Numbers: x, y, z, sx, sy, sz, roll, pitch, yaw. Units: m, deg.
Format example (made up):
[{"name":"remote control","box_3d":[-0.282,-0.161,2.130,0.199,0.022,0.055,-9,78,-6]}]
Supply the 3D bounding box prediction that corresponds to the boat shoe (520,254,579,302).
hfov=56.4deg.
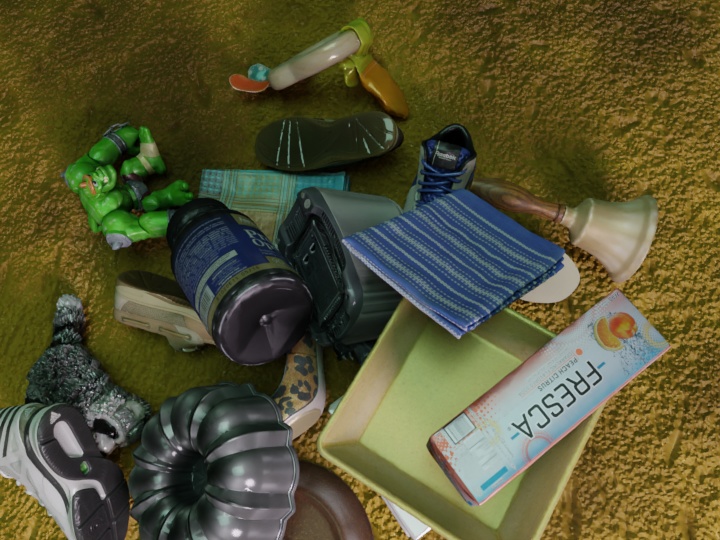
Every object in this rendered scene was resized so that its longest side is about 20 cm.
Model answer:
[{"name":"boat shoe","box_3d":[0.164,-0.019,0.764,0.199,0.063,0.074,18,114,-22]}]

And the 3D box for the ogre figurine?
[{"name":"ogre figurine","box_3d":[-0.291,-0.099,0.847,0.119,0.098,0.201,-32,85,-25]}]

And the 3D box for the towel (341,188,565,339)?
[{"name":"towel","box_3d":[0.097,-0.020,0.638,0.144,0.024,0.199,38,40,24]}]

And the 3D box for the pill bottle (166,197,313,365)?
[{"name":"pill bottle","box_3d":[-0.143,0.002,0.740,0.111,0.112,0.200,-37,47,-8]}]

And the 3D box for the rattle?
[{"name":"rattle","box_3d":[-0.056,-0.243,0.908,0.198,0.143,0.131,-27,37,11]}]

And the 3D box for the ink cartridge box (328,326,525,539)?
[{"name":"ink cartridge box","box_3d":[0.089,0.153,0.695,0.199,0.145,0.148,-33,72,-8]}]

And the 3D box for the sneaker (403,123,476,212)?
[{"name":"sneaker","box_3d":[0.087,-0.094,0.798,0.080,0.115,0.201,16,73,11]}]

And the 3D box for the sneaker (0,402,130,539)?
[{"name":"sneaker","box_3d":[-0.325,0.220,0.715,0.114,0.203,0.076,1,28,25]}]

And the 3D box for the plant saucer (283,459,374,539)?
[{"name":"plant saucer","box_3d":[-0.083,0.305,0.715,0.198,0.037,0.203,-1,71,4]}]

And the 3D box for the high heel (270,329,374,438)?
[{"name":"high heel","box_3d":[-0.092,0.109,0.770,0.200,0.072,0.143,-40,68,-14]}]

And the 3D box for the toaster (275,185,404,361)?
[{"name":"toaster","box_3d":[0.000,0.000,0.744,0.128,0.114,0.201,-4,54,-34]}]

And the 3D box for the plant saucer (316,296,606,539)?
[{"name":"plant saucer","box_3d":[0.093,0.128,0.600,0.199,0.049,0.201,30,74,13]}]

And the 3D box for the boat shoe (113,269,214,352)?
[{"name":"boat shoe","box_3d":[-0.201,0.061,0.801,0.198,0.071,0.065,20,108,10]}]

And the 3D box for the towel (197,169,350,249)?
[{"name":"towel","box_3d":[-0.117,-0.061,0.854,0.197,0.022,0.148,3,70,6]}]

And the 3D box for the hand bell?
[{"name":"hand bell","box_3d":[0.218,-0.067,0.765,0.198,0.104,0.105,18,73,-1]}]

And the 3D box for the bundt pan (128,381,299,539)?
[{"name":"bundt pan","box_3d":[-0.164,0.212,0.690,0.200,0.076,0.205,-9,72,31]}]

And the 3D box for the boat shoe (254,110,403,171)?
[{"name":"boat shoe","box_3d":[-0.039,-0.160,0.860,0.199,0.066,0.073,-2,84,25]}]

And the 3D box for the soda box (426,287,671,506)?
[{"name":"soda box","box_3d":[0.148,0.104,0.544,0.199,0.068,0.064,-36,72,-9]}]

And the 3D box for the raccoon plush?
[{"name":"raccoon plush","box_3d":[-0.299,0.114,0.775,0.132,0.097,0.202,-1,70,-4]}]
